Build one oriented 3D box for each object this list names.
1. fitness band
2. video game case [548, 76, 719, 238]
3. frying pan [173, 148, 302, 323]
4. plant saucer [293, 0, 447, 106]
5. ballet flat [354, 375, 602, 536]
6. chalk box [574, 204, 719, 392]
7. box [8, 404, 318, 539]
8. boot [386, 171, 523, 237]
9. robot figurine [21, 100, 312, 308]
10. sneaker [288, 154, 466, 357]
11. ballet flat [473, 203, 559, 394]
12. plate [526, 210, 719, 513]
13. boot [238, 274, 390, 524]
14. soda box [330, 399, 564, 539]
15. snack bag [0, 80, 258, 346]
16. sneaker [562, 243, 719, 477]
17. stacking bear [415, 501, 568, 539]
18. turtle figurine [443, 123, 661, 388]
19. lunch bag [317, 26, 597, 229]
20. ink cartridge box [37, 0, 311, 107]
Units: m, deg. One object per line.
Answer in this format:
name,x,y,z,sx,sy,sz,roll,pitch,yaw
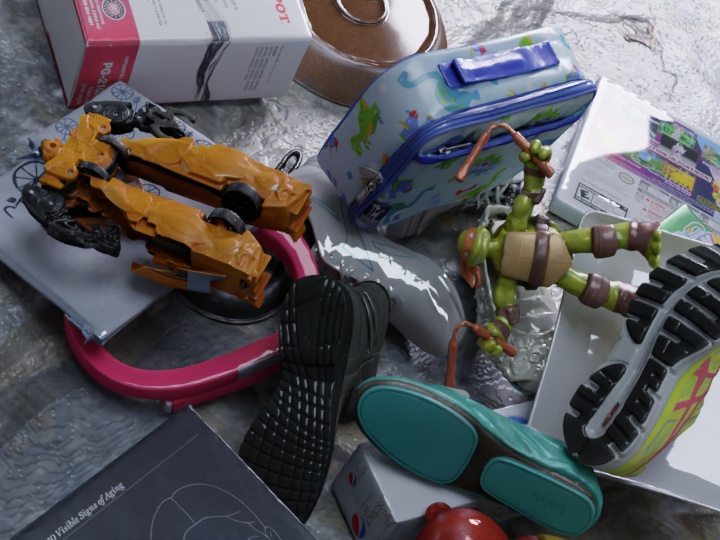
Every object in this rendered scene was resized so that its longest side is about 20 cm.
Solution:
fitness band,-0.123,0.025,1.320,0.198,0.038,0.145,-19,64,-21
video game case,0.282,-0.072,1.625,0.198,0.023,0.183,28,48,-3
frying pan,-0.077,-0.028,1.412,0.189,0.031,0.115,-32,74,-36
plant saucer,-0.006,-0.233,1.597,0.198,0.035,0.202,13,52,-17
ballet flat,0.084,0.125,1.274,0.198,0.068,0.071,28,24,-6
chalk box,0.245,0.042,1.452,0.123,0.125,0.200,-32,74,-39
box,-0.125,0.230,1.126,0.197,0.124,0.199,46,50,10
boot,0.098,-0.081,1.504,0.095,0.074,0.201,28,47,5
robot figurine,-0.144,-0.050,1.277,0.198,0.059,0.146,20,52,14
sneaker,0.000,0.000,1.396,0.200,0.071,0.080,46,45,13
ballet flat,0.122,0.016,1.416,0.071,0.072,0.201,10,33,-19
plate,0.239,0.074,1.341,0.197,0.032,0.202,16,74,3
boot,-0.023,0.102,1.296,0.067,0.130,0.202,15,89,22
soda box,0.082,0.153,1.328,0.198,0.064,0.069,-10,61,-32
snack bag,-0.188,-0.050,1.327,0.188,0.022,0.200,35,55,25
sneaker,0.227,0.067,1.283,0.200,0.090,0.078,-49,52,-3
stacking bear,0.124,0.236,1.244,0.199,0.114,0.122,29,48,-8
turtle figurine,0.137,0.000,1.314,0.159,0.203,0.064,10,5,-1
lunch bag,0.076,-0.113,1.365,0.199,0.161,0.083,-17,71,-38
ink cartridge box,-0.158,-0.220,1.474,0.198,0.085,0.146,-5,58,-26
